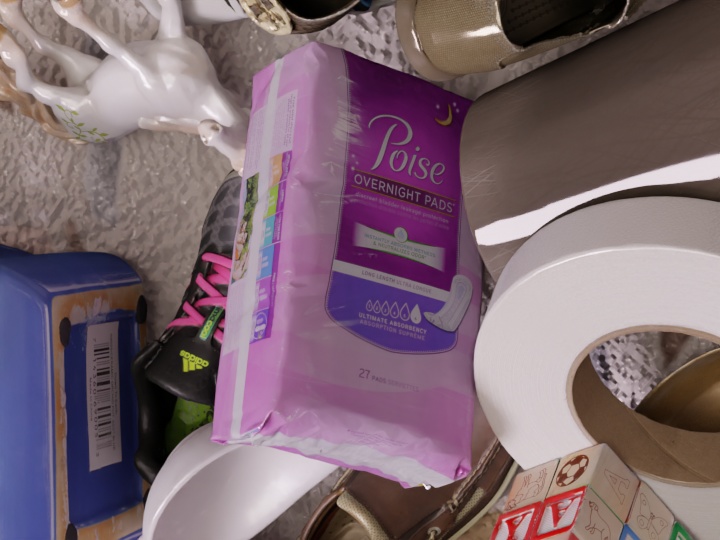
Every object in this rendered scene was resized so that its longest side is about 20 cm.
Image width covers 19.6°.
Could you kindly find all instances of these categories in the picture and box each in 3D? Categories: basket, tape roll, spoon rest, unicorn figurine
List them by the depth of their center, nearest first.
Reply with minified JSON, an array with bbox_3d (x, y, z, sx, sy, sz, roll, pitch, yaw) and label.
[{"bbox_3d":[0.153,0.052,0.976,0.201,0.037,0.204,13,136,13],"label":"tape roll"},{"bbox_3d":[0.158,-0.055,0.987,0.199,0.136,0.181,-13,121,28],"label":"basket"},{"bbox_3d":[-0.034,0.083,1.083,0.200,0.099,0.061,-45,60,-6],"label":"spoon rest"},{"bbox_3d":[-0.119,-0.100,1.109,0.138,0.074,0.199,49,158,-27],"label":"unicorn figurine"}]

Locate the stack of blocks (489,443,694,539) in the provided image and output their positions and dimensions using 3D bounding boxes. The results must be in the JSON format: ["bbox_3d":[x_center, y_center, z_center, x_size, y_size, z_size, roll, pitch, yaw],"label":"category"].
[{"bbox_3d":[0.141,0.196,1.007,0.058,0.115,0.200,-25,116,40],"label":"stack of blocks"}]

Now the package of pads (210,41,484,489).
[{"bbox_3d":[0.000,0.000,1.024,0.076,0.120,0.201,-23,56,54],"label":"package of pads"}]

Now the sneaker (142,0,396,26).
[{"bbox_3d":[-0.029,-0.159,1.071,0.199,0.073,0.072,-11,132,23],"label":"sneaker"}]

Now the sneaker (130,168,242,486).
[{"bbox_3d":[-0.075,0.037,1.123,0.073,0.087,0.201,22,106,18],"label":"sneaker"}]

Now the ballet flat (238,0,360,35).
[{"bbox_3d":[-0.006,-0.153,0.976,0.067,0.046,0.200,46,145,-17],"label":"ballet flat"}]

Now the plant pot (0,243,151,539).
[{"bbox_3d":[-0.218,0.077,1.128,0.178,0.200,0.202,-1,91,15],"label":"plant pot"}]

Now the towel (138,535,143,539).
[{"bbox_3d":[-0.075,0.247,1.133,0.200,0.032,0.192,20,111,57],"label":"towel"}]

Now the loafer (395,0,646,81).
[{"bbox_3d":[0.108,-0.145,0.970,0.067,0.200,0.076,18,140,53],"label":"loafer"}]

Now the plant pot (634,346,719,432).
[{"bbox_3d":[0.220,0.129,1.051,0.199,0.027,0.202,4,102,22],"label":"plant pot"}]

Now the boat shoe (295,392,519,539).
[{"bbox_3d":[0.021,0.125,1.106,0.075,0.075,0.203,40,112,11],"label":"boat shoe"}]
